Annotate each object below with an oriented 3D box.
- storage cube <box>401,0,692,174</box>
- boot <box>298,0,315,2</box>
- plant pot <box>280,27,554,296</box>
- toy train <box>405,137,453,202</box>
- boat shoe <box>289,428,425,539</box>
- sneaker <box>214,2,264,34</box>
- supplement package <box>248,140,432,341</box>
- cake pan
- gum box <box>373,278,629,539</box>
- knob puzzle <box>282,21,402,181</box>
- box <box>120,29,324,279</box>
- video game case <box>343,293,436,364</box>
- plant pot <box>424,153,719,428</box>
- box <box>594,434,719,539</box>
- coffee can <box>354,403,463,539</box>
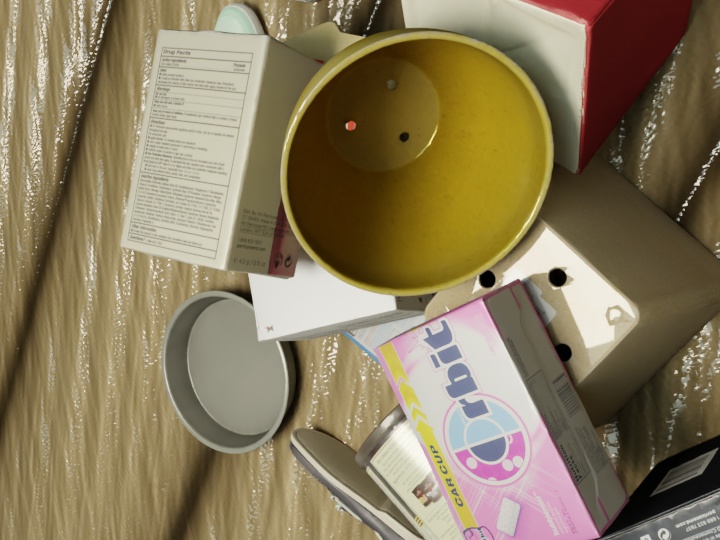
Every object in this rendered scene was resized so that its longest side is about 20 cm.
[{"bbox_3d":[0.152,-0.222,0.698,0.171,0.200,0.180,31,71,25],"label":"storage cube"},{"bbox_3d":[-0.134,-0.341,0.950,0.200,0.096,0.074,20,107,28],"label":"boot"},{"bbox_3d":[0.031,-0.102,0.679,0.200,0.200,0.142,-64,22,22],"label":"plant pot"},{"bbox_3d":[0.094,-0.095,0.802,0.114,0.085,0.200,9,58,50],"label":"toy train"},{"bbox_3d":[-0.010,0.256,0.972,0.200,0.073,0.063,36,111,18],"label":"boat shoe"},{"bbox_3d":[-0.168,-0.203,0.978,0.074,0.118,0.201,13,102,31],"label":"sneaker"},{"bbox_3d":[-0.029,-0.040,0.892,0.155,0.111,0.200,-14,82,24],"label":"supplement package"},{"bbox_3d":[-0.159,0.121,1.066,0.200,0.037,0.201,5,99,31],"label":"cake pan"},{"bbox_3d":[0.109,0.123,0.674,0.113,0.066,0.200,-29,85,38],"label":"gum box"},{"bbox_3d":[-0.046,-0.134,0.826,0.219,0.030,0.220,-2,85,30],"label":"knob puzzle"},{"bbox_3d":[-0.119,-0.102,0.785,0.128,0.109,0.200,12,92,30],"label":"box"},{"bbox_3d":[0.000,0.000,0.962,0.200,0.018,0.143,38,115,22],"label":"video game case"},{"bbox_3d":[0.175,0.027,0.763,0.200,0.177,0.200,46,117,18],"label":"plant pot"},{"bbox_3d":[0.312,0.249,0.695,0.124,0.200,0.197,-37,77,32],"label":"box"},{"bbox_3d":[0.113,0.210,0.845,0.200,0.146,0.146,47,118,18],"label":"coffee can"}]
